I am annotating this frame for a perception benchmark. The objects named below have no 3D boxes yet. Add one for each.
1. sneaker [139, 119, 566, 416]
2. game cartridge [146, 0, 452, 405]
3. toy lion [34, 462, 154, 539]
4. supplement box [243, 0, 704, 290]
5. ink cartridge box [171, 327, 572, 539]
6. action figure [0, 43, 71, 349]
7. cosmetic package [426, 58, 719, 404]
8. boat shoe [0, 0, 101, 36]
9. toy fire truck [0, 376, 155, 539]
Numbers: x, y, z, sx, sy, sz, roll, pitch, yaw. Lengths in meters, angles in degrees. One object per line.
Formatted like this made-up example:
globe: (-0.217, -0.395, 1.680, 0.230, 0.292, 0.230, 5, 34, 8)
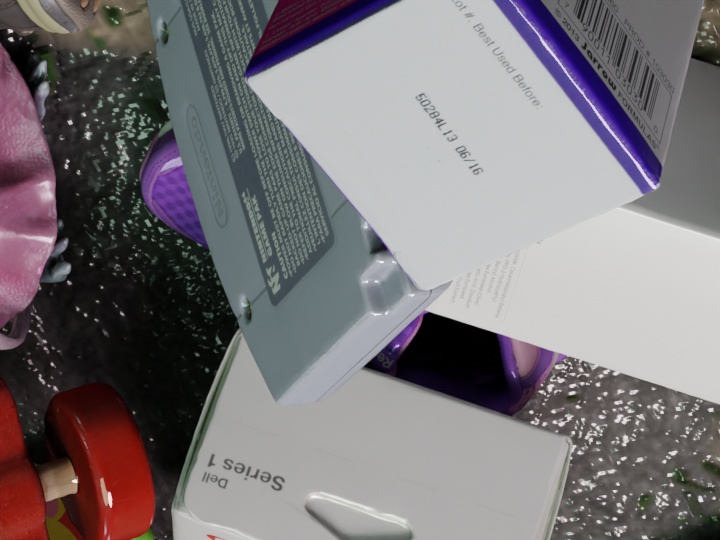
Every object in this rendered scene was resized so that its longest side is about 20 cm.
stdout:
sneaker: (0.000, 0.000, 1.094, 0.200, 0.089, 0.081, 25, 133, -2)
game cartridge: (-0.029, -0.059, 0.993, 0.041, 0.200, 0.133, -10, 163, -23)
toy lion: (-0.159, 0.196, 1.232, 0.200, 0.192, 0.069, -52, 142, 8)
supplement box: (0.051, -0.105, 0.918, 0.103, 0.200, 0.101, -24, 118, 33)
ink cartridge box: (0.001, 0.106, 1.124, 0.146, 0.084, 0.200, 18, 163, 1)
action figure: (-0.224, -0.033, 1.093, 0.200, 0.134, 0.149, -11, 160, -23)
cosmetic package: (0.100, -0.026, 1.029, 0.200, 0.108, 0.085, 19, 131, 3)
boat shoe: (-0.170, -0.167, 1.018, 0.073, 0.075, 0.200, -13, 122, 25)
toy fire truck: (-0.154, 0.130, 1.131, 0.168, 0.112, 0.200, 8, 114, 66)
